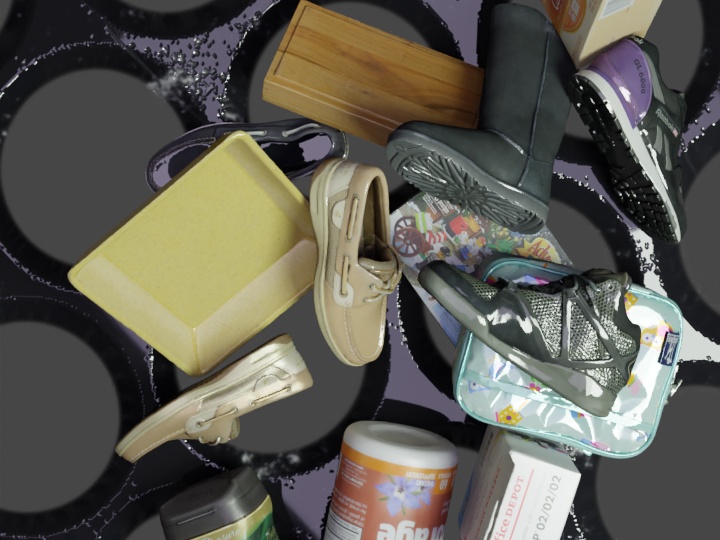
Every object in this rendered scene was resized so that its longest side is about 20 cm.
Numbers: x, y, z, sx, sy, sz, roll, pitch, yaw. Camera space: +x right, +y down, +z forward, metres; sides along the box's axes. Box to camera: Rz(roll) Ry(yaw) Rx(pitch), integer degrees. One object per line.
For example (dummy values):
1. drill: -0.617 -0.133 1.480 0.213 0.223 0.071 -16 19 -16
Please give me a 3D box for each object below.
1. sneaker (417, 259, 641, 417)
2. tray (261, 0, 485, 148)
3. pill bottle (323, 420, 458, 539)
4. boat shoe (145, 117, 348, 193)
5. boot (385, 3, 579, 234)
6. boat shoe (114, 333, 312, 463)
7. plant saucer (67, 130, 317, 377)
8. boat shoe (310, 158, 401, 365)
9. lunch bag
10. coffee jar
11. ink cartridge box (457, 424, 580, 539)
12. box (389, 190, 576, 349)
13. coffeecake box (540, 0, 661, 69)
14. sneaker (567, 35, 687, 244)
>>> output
1. sneaker: 0.148 0.025 0.911 0.198 0.076 0.115 31 94 -3
2. tray: 0.019 -0.170 1.012 0.198 0.037 0.099 21 65 0
3. pill bottle: 0.022 0.252 1.029 0.111 0.112 0.202 10 95 1
4. boat shoe: -0.110 -0.107 1.030 0.198 0.063 0.074 -9 94 3
5. boot: 0.113 -0.154 0.963 0.164 0.065 0.202 27 66 -25
6. boat shoe: -0.140 0.136 1.047 0.199 0.071 0.065 -31 92 3
7. plant saucer: -0.137 -0.018 1.005 0.199 0.049 0.200 -39 135 4
8. boat shoe: 0.000 0.000 0.997 0.064 0.071 0.202 12 122 36
9. lunch bag: 0.186 0.079 0.988 0.198 0.077 0.162 15 94 1
10. coffee jar: -0.112 0.293 1.050 0.103 0.085 0.202 -21 94 14
11. ink cartridge box: 0.139 0.209 0.977 0.067 0.200 0.116 17 95 1
12. box: 0.122 0.000 1.042 0.136 0.038 0.201 -36 92 5
13. coffeecake box: 0.180 -0.300 0.933 0.072 0.154 0.201 -24 77 -3
14. sneaker: 0.268 -0.116 0.988 0.087 0.076 0.201 -38 121 -10
